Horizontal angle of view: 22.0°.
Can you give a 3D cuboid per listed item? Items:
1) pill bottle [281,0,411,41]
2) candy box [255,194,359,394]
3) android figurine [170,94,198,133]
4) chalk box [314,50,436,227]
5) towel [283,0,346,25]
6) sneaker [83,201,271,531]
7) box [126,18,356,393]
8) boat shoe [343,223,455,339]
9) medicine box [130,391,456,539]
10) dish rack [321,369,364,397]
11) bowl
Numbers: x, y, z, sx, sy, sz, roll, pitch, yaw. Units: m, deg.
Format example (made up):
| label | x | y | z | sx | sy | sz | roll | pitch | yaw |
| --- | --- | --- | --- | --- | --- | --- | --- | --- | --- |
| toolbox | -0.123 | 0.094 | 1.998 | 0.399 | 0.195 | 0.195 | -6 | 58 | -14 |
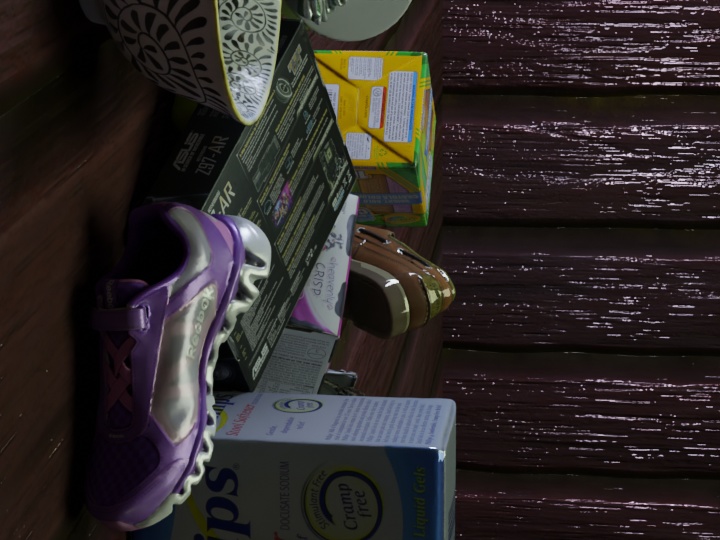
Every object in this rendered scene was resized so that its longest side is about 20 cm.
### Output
| label | x | y | z | sx | sy | sz | roll | pitch | yaw |
| --- | --- | --- | --- | --- | --- | --- | --- | --- | --- |
| pill bottle | -0.027 | -0.239 | 1.354 | 0.200 | 0.113 | 0.113 | -118 | -155 | -65 |
| candy box | -0.055 | 0.049 | 1.403 | 0.200 | 0.061 | 0.136 | 110 | -10 | -51 |
| android figurine | -0.089 | -0.087 | 1.314 | 0.182 | 0.041 | 0.200 | 60 | 40 | -64 |
| chalk box | 0.009 | -0.119 | 1.828 | 0.200 | 0.124 | 0.124 | 71 | 22 | -69 |
| towel | -0.066 | -0.261 | 1.179 | 0.200 | 0.031 | 0.149 | 48 | -33 | 48 |
| sneaker | -0.122 | 0.046 | 1.050 | 0.088 | 0.080 | 0.200 | 39 | 62 | -50 |
| box | -0.073 | -0.044 | 1.235 | 0.160 | 0.044 | 0.200 | 69 | 37 | -48 |
| boat shoe | 0.000 | 0.000 | 1.481 | 0.200 | 0.068 | 0.072 | 36 | -44 | 49 |
| medicine box | -0.040 | 0.180 | 1.197 | 0.103 | 0.200 | 0.182 | -61 | 151 | -75 |
| dish rack | -0.034 | 0.155 | 1.482 | 0.200 | 0.055 | 0.153 | -167 | -84 | -75 |
| bowl | -0.105 | -0.181 | 1.033 | 0.201 | 0.094 | 0.201 | 1 | 90 | -83 |
